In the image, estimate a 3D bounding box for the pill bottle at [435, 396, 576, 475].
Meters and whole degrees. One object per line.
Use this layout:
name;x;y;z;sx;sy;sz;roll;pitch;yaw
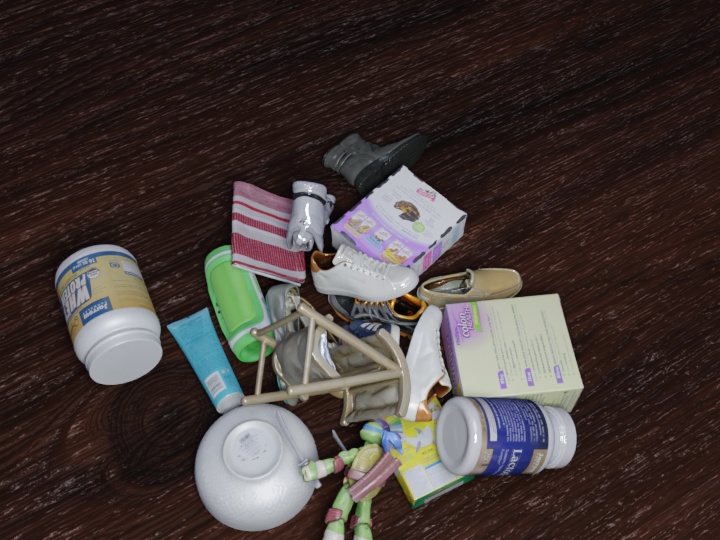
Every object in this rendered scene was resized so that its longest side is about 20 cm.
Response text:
pill bottle;0.225;0.254;1.262;0.197;0.116;0.117;6;53;-25

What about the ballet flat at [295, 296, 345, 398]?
ballet flat;-0.071;0.128;1.401;0.068;0.063;0.201;-28;61;-20

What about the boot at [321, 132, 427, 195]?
boot;0.027;-0.243;1.648;0.199;0.068;0.130;-34;58;-22

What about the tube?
tube;-0.260;0.149;1.400;0.076;0.051;0.201;-22;55;-19

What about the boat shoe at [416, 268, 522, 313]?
boat shoe;0.198;0.028;1.461;0.197;0.077;0.072;-14;57;-10

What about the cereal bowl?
cereal bowl;-0.163;0.295;1.281;0.196;0.084;0.203;0;58;0

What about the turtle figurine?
turtle figurine;-0.032;0.326;1.244;0.196;0.144;0.197;5;72;14

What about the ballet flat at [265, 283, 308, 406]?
ballet flat;-0.112;0.120;1.367;0.063;0.067;0.204;-14;80;20

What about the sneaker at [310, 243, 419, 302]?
sneaker;0.000;0.000;1.405;0.197;0.086;0.073;1;39;23

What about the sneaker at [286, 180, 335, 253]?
sneaker;-0.093;-0.089;1.493;0.074;0.200;0.117;8;85;5

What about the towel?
towel;-0.168;-0.071;1.504;0.142;0.023;0.202;17;46;-24

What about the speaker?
speaker;-0.210;0.056;1.435;0.087;0.089;0.202;-18;59;-12

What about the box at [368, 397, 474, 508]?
box;0.088;0.264;1.324;0.116;0.049;0.202;-20;61;-15

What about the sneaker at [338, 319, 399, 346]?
sneaker;0.009;0.118;1.336;0.083;0.200;0.076;7;86;-11

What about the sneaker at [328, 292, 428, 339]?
sneaker;0.038;0.057;1.442;0.197;0.078;0.079;14;59;11

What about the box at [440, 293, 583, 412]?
box;0.247;0.146;1.373;0.196;0.097;0.178;-5;57;-5

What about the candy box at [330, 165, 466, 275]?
candy box;0.072;-0.075;1.531;0.167;0.072;0.199;40;65;23

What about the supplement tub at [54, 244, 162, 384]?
supplement tub;-0.421;0.073;1.385;0.143;0.146;0.202;-21;59;-14

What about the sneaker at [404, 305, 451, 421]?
sneaker;0.113;0.153;1.324;0.083;0.073;0.202;14;61;13

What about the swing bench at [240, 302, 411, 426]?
swing bench;-0.051;0.151;1.245;0.197;0.198;0.132;15;69;-26
